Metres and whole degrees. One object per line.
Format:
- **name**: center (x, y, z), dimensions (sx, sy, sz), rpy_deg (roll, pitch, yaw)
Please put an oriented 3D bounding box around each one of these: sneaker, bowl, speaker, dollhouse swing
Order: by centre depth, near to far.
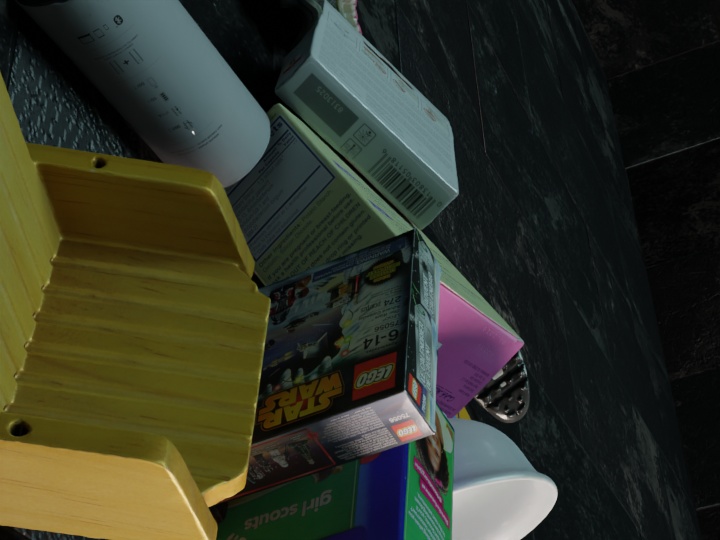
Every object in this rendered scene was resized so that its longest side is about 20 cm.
- **dollhouse swing**: center (-0.131, -0.008, 0.629), dimensions (0.201, 0.180, 0.177), rpy_deg (-86, -175, -47)
- **speaker**: center (-0.139, -0.139, 0.868), dimensions (0.200, 0.080, 0.082), rpy_deg (50, 29, -47)
- **bowl**: center (0.037, 0.164, 0.957), dimensions (0.201, 0.200, 0.091), rpy_deg (38, 25, -59)
- **sneaker**: center (-0.050, -0.238, 1.231), dimensions (0.074, 0.087, 0.200), rpy_deg (60, -8, 18)
- **sneaker**: center (0.109, 0.072, 1.346), dimensions (0.201, 0.066, 0.091), rpy_deg (55, -7, 15)

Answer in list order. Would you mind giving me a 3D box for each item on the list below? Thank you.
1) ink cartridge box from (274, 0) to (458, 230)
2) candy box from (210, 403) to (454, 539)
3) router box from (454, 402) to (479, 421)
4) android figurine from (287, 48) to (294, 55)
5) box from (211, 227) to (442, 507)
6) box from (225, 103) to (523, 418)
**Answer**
- **ink cartridge box**: center (0.007, -0.134, 1.073), dimensions (0.162, 0.050, 0.200), rpy_deg (42, 16, -15)
- **candy box**: center (-0.033, 0.170, 0.764), dimensions (0.077, 0.168, 0.201), rpy_deg (54, 26, -35)
- **router box**: center (0.078, 0.167, 1.255), dimensions (0.150, 0.051, 0.201), rpy_deg (-74, 143, -60)
- **android figurine**: center (-0.005, -0.127, 1.201), dimensions (0.183, 0.041, 0.200), rpy_deg (51, -2, -3)
- **box**: center (-0.049, 0.063, 0.760), dimensions (0.040, 0.198, 0.138), rpy_deg (55, 25, -33)
- **box**: center (0.000, 0.000, 0.975), dimensions (0.200, 0.097, 0.176), rpy_deg (50, 9, 31)
